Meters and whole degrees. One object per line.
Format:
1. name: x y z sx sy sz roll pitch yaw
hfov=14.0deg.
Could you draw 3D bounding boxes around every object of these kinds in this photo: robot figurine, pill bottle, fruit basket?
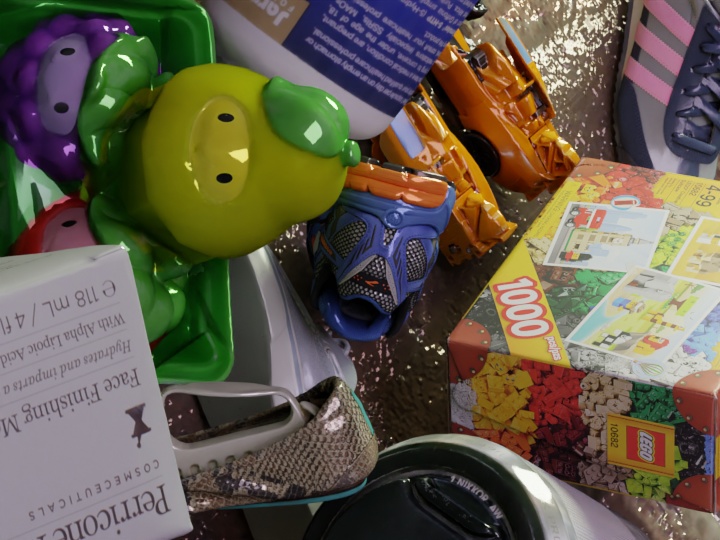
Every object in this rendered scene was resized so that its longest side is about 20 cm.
1. robot figurine: 0.038 -0.113 1.634 0.145 0.058 0.200 -41 103 -37
2. pill bottle: -0.013 -0.137 1.522 0.120 0.120 0.200 32 97 -25
3. fruit basket: -0.108 -0.045 1.425 0.155 0.215 0.216 4 76 -35

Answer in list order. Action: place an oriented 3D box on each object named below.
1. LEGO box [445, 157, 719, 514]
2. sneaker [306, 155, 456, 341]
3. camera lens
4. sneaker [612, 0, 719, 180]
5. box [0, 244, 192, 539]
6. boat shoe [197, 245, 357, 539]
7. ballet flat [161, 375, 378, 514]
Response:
1. LEGO box: 0.151 0.030 1.558 0.200 0.149 0.077 -52 146 -50
2. sneaker: 0.000 0.000 1.508 0.075 0.200 0.079 17 77 2
3. camera lens: 0.070 0.180 1.486 0.200 0.160 0.160 32 58 -53
4. sneaker: 0.201 -0.126 1.737 0.070 0.082 0.201 11 78 -33
5. box: -0.215 0.081 1.237 0.199 0.200 0.131 -21 101 -45
6. boat shoe: -0.037 0.066 1.537 0.071 0.070 0.201 -20 95 -46
7. ballet flat: -0.093 0.092 1.430 0.200 0.068 0.075 -16 114 2
